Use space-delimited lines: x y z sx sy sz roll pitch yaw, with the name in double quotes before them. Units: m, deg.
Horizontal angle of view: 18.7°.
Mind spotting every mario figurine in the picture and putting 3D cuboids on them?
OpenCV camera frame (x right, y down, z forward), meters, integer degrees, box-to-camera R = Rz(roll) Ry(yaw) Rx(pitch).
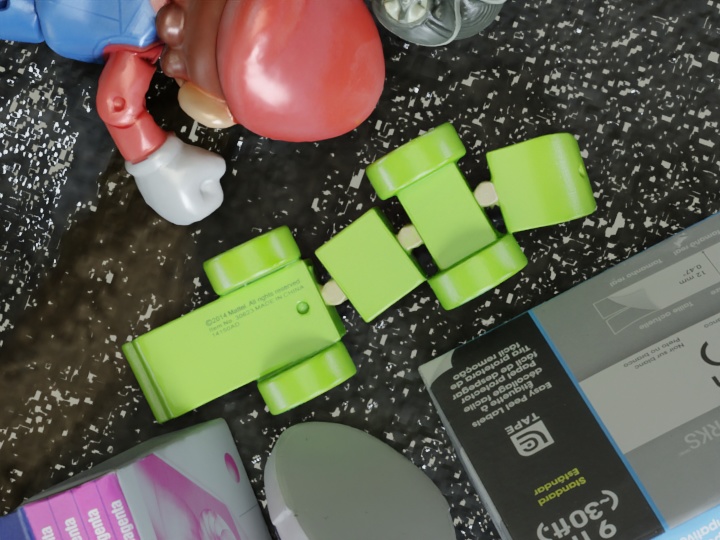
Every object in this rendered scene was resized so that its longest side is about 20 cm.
"mario figurine" -0.085 -0.099 0.865 0.200 0.106 0.124 20 125 10

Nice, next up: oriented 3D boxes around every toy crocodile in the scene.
"toy crocodile" 0.000 0.000 0.864 0.200 0.062 0.068 -30 90 3

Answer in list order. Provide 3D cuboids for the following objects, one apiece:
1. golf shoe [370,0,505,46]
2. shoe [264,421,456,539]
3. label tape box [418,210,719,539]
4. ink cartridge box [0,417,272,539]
"golf shoe" -0.007 -0.178 0.845 0.077 0.088 0.200 -26 92 8
"shoe" 0.006 0.148 0.820 0.071 0.200 0.091 2 123 -28
"label tape box" 0.124 0.080 0.795 0.143 0.200 0.066 -27 128 -1
"ink cartridge box" -0.055 0.161 0.785 0.043 0.200 0.196 -21 90 12
